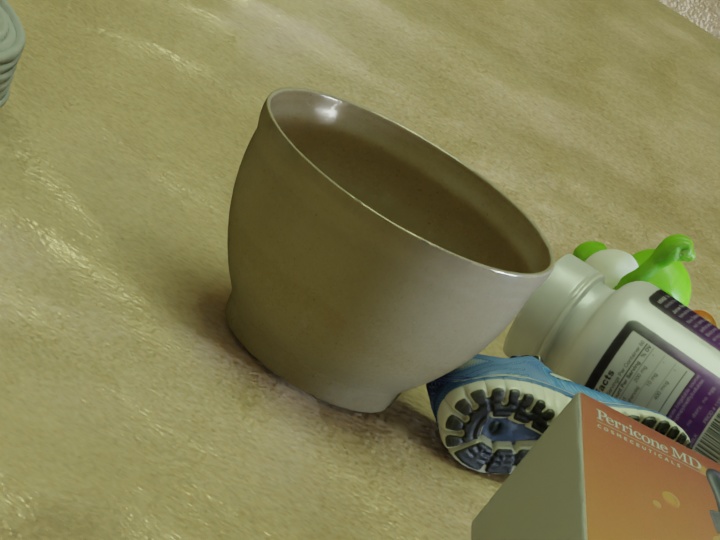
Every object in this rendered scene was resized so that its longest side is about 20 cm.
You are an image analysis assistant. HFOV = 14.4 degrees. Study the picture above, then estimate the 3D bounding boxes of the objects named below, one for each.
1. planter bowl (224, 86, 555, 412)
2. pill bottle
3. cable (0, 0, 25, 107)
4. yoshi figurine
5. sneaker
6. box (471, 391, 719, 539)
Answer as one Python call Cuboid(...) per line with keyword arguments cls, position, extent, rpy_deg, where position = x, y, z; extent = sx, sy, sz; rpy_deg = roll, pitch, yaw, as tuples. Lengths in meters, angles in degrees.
Cuboid(cls="planter bowl", position=(0.000, 0.000, 1.730), extent=(0.199, 0.135, 0.200), rpy_deg=(27, 18, -10))
Cuboid(cls="pill bottle", position=(0.198, 0.078, 1.906), extent=(0.200, 0.112, 0.111), rpy_deg=(35, 17, 14))
Cuboid(cls="cable", position=(-0.302, -0.159, 1.755), extent=(0.199, 0.069, 0.200), rpy_deg=(29, 17, -11))
Cuboid(cls="yoshi figurine", position=(0.220, 0.031, 2.116), extent=(0.112, 0.112, 0.200), rpy_deg=(41, 8, -28))
Cuboid(cls="sneaker", position=(0.124, 0.091, 1.800), extent=(0.199, 0.079, 0.089), rpy_deg=(21, 22, -32))
Cuboid(cls="box", position=(0.144, 0.185, 1.437), extent=(0.152, 0.107, 0.200), rpy_deg=(27, 32, -16))
